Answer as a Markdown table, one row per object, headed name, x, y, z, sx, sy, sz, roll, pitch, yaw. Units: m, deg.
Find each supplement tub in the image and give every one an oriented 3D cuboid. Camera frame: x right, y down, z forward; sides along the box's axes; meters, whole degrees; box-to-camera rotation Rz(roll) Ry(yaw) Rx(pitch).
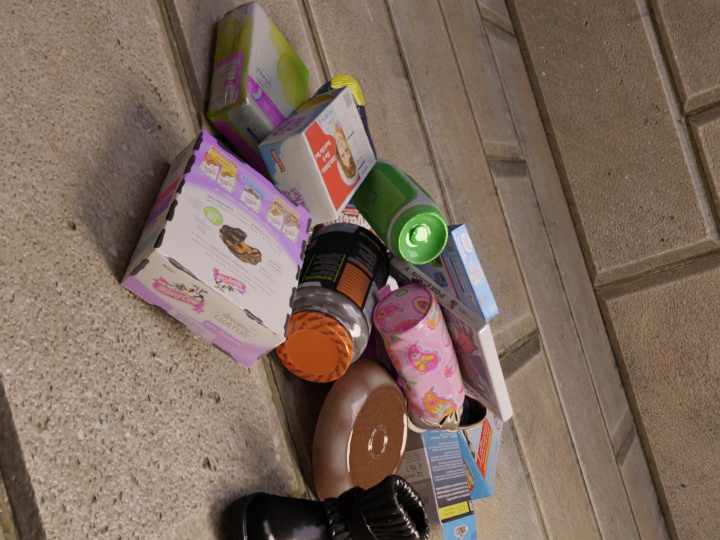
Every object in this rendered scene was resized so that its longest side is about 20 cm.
| name | x | y | z | sx | sy | sz | roll | pitch | yaw |
| --- | --- | --- | --- | --- | --- | --- | --- | --- | --- |
| supplement tub | -0.036 | 0.040 | 1.188 | 0.124 | 0.121 | 0.201 | 59 | 30 | -26 |

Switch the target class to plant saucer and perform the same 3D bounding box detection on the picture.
| name | x | y | z | sx | sy | sz | roll | pitch | yaw |
| --- | --- | --- | --- | --- | --- | --- | --- | --- | --- |
| plant saucer | 0.011 | 0.216 | 1.186 | 0.199 | 0.036 | 0.205 | -15 | 109 | -54 |

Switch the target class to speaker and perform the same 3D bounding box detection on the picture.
| name | x | y | z | sx | sy | sz | roll | pitch | yaw |
| --- | --- | --- | --- | --- | --- | --- | --- | --- | --- |
| speaker | 0.048 | -0.084 | 1.263 | 0.089 | 0.088 | 0.200 | 56 | -1 | -33 |

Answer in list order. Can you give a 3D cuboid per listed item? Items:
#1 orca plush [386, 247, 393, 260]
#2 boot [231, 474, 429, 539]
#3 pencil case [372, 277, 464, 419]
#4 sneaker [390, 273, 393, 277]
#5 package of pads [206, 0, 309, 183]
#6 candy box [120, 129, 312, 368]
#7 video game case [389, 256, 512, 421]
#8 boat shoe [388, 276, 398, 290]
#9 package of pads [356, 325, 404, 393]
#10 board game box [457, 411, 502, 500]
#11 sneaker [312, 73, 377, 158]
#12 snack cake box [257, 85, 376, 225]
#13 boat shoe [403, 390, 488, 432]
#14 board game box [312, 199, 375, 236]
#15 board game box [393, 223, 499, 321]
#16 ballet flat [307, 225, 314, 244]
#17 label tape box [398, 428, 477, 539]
| name | x | y | z | sx | sy | sz | roll | pitch | yaw |
| --- | --- | --- | --- | --- | --- | --- | --- | --- | --- |
| orca plush | 0.025 | -0.098 | 1.450 | 0.105 | 0.070 | 0.203 | 14 | 54 | -59 |
| boot | -0.028 | 0.271 | 1.005 | 0.210 | 0.155 | 0.081 | 28 | 48 | -58 |
| pencil case | 0.077 | 0.105 | 1.198 | 0.089 | 0.086 | 0.202 | -83 | 158 | -44 |
| sneaker | 0.087 | 0.091 | 1.484 | 0.075 | 0.077 | 0.204 | -27 | 99 | -65 |
| package of pads | -0.134 | -0.239 | 1.238 | 0.155 | 0.067 | 0.203 | 48 | 33 | -46 |
| candy box | -0.147 | -0.025 | 1.002 | 0.167 | 0.071 | 0.202 | 38 | 37 | -24 |
| video game case | 0.121 | 0.092 | 1.242 | 0.182 | 0.023 | 0.202 | 39 | -21 | 42 |
| boat shoe | 0.000 | 0.000 | 1.374 | 0.068 | 0.072 | 0.199 | 40 | 3 | 33 |
| package of pads | 0.037 | 0.127 | 1.340 | 0.199 | 0.074 | 0.123 | 12 | 71 | -63 |
| board game box | 0.176 | 0.251 | 1.597 | 0.198 | 0.055 | 0.201 | 63 | 25 | -21 |
| sneaker | -0.028 | -0.190 | 1.415 | 0.073 | 0.081 | 0.205 | -9 | 91 | -42 |
| snack cake box | -0.050 | -0.150 | 1.205 | 0.201 | 0.066 | 0.117 | -59 | 132 | -59 |
| boat shoe | 0.123 | 0.200 | 1.349 | 0.199 | 0.058 | 0.074 | 21 | 67 | -58 |
| board game box | -0.004 | -0.095 | 1.367 | 0.197 | 0.019 | 0.105 | 2 | 87 | -43 |
| board game box | 0.121 | 0.007 | 1.491 | 0.036 | 0.199 | 0.154 | -31 | 105 | -31 |
| ballet flat | -0.100 | -0.012 | 1.165 | 0.201 | 0.074 | 0.065 | -62 | 163 | -52 |
| label tape box | 0.108 | 0.316 | 1.394 | 0.143 | 0.065 | 0.204 | 15 | 62 | -62 |
